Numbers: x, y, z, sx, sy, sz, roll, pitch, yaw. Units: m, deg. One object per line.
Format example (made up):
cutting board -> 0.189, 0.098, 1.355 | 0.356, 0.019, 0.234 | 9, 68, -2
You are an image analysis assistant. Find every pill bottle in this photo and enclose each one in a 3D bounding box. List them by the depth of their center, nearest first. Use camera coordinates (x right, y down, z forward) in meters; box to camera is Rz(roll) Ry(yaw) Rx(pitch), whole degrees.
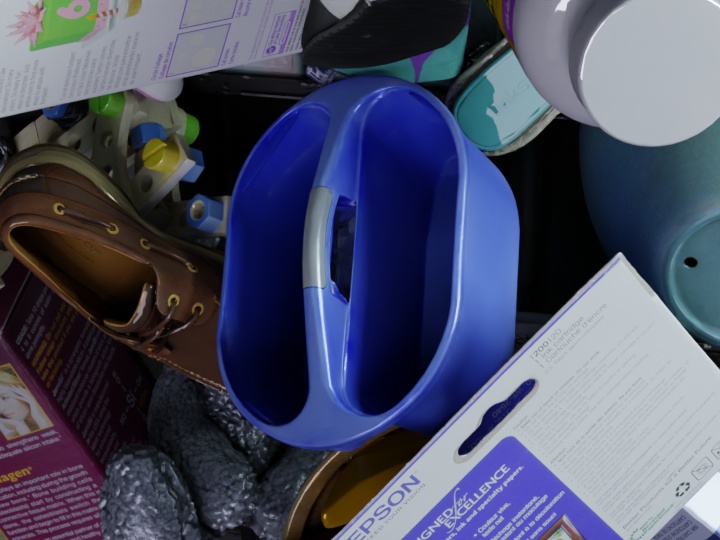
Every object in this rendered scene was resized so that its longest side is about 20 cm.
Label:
pill bottle -> 0.113, -0.131, 1.020 | 0.104, 0.200, 0.104 | -4, 118, -8

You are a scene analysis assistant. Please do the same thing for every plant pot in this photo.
plant pot -> 0.209, -0.033, 1.173 | 0.200, 0.135, 0.200 | 6, 127, 9

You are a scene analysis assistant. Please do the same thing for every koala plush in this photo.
koala plush -> -0.060, 0.055, 1.302 | 0.177, 0.184, 0.200 | 2, 106, -2

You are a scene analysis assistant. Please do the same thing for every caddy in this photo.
caddy -> 0.000, 0.000, 1.127 | 0.141, 0.200, 0.105 | -8, 155, 28

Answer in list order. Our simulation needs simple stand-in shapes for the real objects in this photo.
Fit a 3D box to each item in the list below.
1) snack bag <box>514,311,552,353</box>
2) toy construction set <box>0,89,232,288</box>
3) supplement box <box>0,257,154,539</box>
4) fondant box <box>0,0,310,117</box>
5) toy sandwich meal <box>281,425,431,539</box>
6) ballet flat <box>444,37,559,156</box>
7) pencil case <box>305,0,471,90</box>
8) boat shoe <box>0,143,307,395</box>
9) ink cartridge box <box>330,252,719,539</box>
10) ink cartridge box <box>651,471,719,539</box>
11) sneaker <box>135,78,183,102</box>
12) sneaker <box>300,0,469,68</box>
snack bag -> 0.147, 0.098, 1.294 | 0.189, 0.021, 0.200 | 5, 139, 46
toy construction set -> -0.166, -0.037, 1.251 | 0.200, 0.131, 0.092 | -26, 153, 16
supplement box -> -0.208, 0.097, 1.379 | 0.131, 0.103, 0.200 | -16, 121, 25
fondant box -> -0.104, -0.157, 1.065 | 0.200, 0.058, 0.144 | -17, 146, -31
toy sandwich meal -> 0.043, 0.159, 1.207 | 0.205, 0.070, 0.205 | -7, 120, -13
ballet flat -> 0.123, -0.136, 1.166 | 0.200, 0.062, 0.067 | -35, 98, 21
pencil case -> 0.017, -0.192, 1.132 | 0.092, 0.085, 0.200 | 28, 131, 28
boat shoe -> -0.113, 0.016, 1.173 | 0.200, 0.068, 0.072 | 37, 116, -19
ink cartridge box -> 0.092, 0.095, 1.117 | 0.198, 0.043, 0.200 | -45, 139, 1
ink cartridge box -> 0.154, 0.128, 1.270 | 0.200, 0.042, 0.119 | 36, 152, -1
sneaker -> -0.156, -0.180, 1.184 | 0.200, 0.080, 0.088 | 36, 100, -21
sneaker -> 0.017, -0.161, 1.053 | 0.074, 0.089, 0.200 | -3, 162, -20
